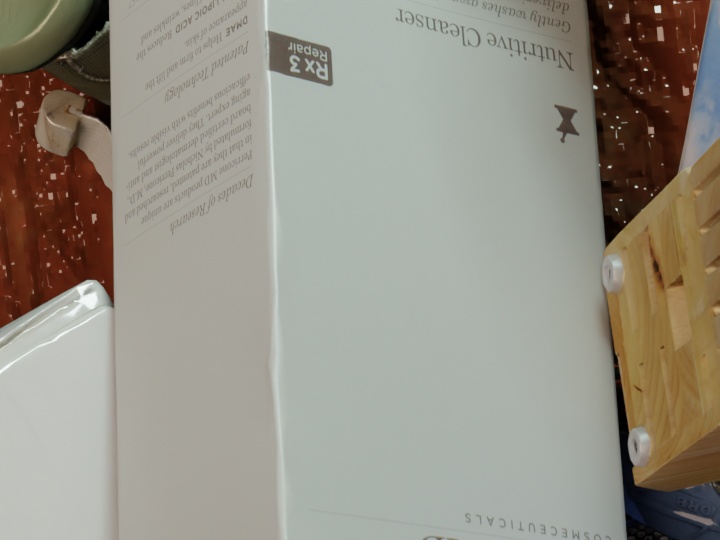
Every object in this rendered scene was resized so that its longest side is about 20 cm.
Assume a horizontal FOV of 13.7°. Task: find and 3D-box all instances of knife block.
[{"bbox_3d":[0.166,-0.004,0.700,0.200,0.175,0.064,128,138,-68],"label":"knife block"}]

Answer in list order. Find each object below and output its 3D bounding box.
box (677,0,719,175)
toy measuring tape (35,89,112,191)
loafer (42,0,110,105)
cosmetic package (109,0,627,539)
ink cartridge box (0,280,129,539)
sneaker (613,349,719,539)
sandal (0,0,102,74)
[{"bbox_3d":[0.150,-0.067,0.761,0.122,0.048,0.201,16,104,28],"label":"box"},{"bbox_3d":[-0.055,0.041,0.876,0.074,0.074,0.200,-42,78,27],"label":"toy measuring tape"},{"bbox_3d":[-0.036,-0.125,0.848,0.075,0.070,0.200,41,114,19],"label":"loafer"},{"bbox_3d":[0.000,0.000,0.774,0.081,0.113,0.201,-31,58,49],"label":"cosmetic package"},{"bbox_3d":[-0.103,0.103,0.845,0.146,0.084,0.200,58,149,-3],"label":"ink cartridge box"},{"bbox_3d":[0.127,0.090,0.790,0.200,0.075,0.079,28,118,33],"label":"sneaker"},{"bbox_3d":[-0.162,-0.119,0.837,0.201,0.057,0.080,25,103,19],"label":"sandal"}]
